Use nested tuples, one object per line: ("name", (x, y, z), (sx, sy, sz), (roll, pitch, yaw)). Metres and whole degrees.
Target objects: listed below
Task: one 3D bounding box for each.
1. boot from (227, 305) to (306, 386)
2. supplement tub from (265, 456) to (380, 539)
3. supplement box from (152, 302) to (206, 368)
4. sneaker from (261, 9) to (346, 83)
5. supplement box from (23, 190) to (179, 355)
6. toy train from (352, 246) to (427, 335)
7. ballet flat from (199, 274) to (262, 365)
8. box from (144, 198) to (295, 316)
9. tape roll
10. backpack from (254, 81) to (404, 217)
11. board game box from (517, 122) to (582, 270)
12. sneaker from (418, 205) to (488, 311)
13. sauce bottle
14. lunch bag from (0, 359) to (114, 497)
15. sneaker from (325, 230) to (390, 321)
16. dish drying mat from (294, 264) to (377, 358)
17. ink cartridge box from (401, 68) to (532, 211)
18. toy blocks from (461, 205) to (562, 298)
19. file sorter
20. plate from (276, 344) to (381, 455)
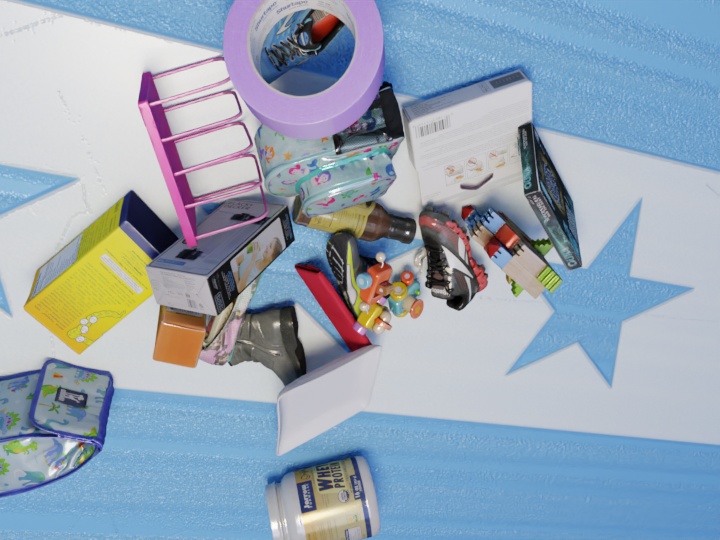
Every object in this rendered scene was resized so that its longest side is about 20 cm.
("boot", (-0.161, 0.146, 1.234), (0.127, 0.068, 0.205), (-6, 120, 4))
("supplement tub", (-0.070, 0.437, 1.355), (0.194, 0.145, 0.148), (-11, 121, -8))
("supplement box", (-0.260, 0.052, 1.067), (0.067, 0.201, 0.068), (13, 116, -16))
("sneaker", (-0.089, -0.313, 0.976), (0.198, 0.091, 0.079), (-38, 120, 8))
("supplement box", (-0.371, 0.003, 1.066), (0.198, 0.110, 0.110), (-37, 120, 8))
("toy train", (0.058, 0.036, 1.159), (0.198, 0.055, 0.153), (-18, 137, -52))
("ballet flat", (-0.207, 0.048, 1.129), (0.070, 0.069, 0.205), (17, 97, -41))
("box", (-0.192, -0.025, 1.030), (0.114, 0.200, 0.062), (8, 125, 29))
("tape roll", (-0.067, -0.271, 0.902), (0.194, 0.066, 0.207), (0, 84, 3))
("backpack", (-0.045, -0.160, 1.010), (0.194, 0.178, 0.155), (-9, 85, -9))
("board game box", (0.294, -0.111, 1.134), (0.028, 0.138, 0.200), (-16, 139, 26))
("sneaker", (0.139, -0.012, 1.184), (0.099, 0.070, 0.202), (-52, 131, -21))
("sauce bottle", (-0.007, -0.082, 1.138), (0.195, 0.065, 0.066), (13, 115, -22))
("lunch bag", (-0.485, 0.235, 1.128), (0.194, 0.171, 0.131), (-10, 121, -7))
("sneaker", (0.000, 0.000, 1.168), (0.080, 0.074, 0.202), (-31, 147, -11))
("dish drying mat", (-0.037, 0.068, 1.210), (0.018, 0.076, 0.202), (-45, 123, -21))
("ink cartridge box", (0.170, -0.196, 1.133), (0.195, 0.044, 0.176), (-19, 135, -4))
("toy blocks", (0.227, -0.044, 1.153), (0.136, 0.201, 0.100), (38, 106, -16))
("file sorter", (-0.208, -0.167, 0.997), (0.122, 0.140, 0.204), (-16, 121, -6))
("plate", (-0.061, 0.212, 1.235), (0.196, 0.032, 0.203), (-25, 147, -25))
